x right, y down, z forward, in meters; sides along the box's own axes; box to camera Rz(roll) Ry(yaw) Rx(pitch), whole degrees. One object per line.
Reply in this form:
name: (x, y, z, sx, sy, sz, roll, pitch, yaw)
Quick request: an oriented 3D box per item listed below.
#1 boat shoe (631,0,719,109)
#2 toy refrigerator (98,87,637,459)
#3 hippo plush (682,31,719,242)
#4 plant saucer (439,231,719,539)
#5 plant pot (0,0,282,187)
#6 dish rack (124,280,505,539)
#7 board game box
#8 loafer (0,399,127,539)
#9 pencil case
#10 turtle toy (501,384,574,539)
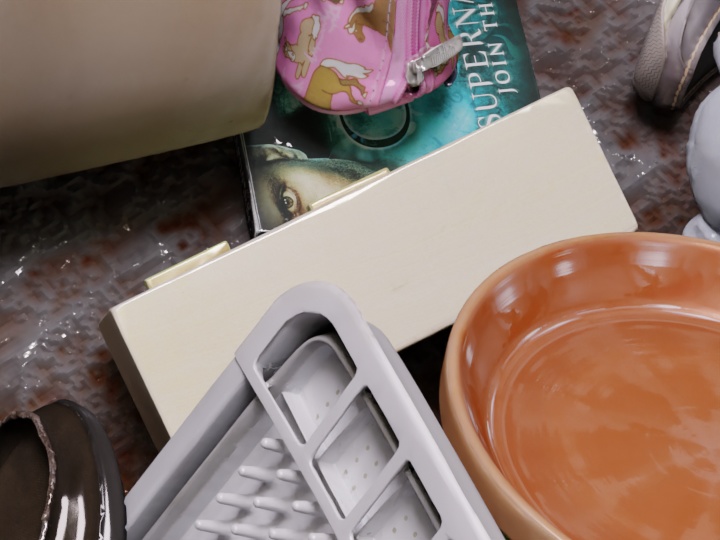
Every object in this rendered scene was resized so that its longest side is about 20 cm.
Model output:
boat shoe: (0.193, -0.141, 1.017, 0.073, 0.075, 0.200, 34, 65, 14)
toy refrigerator: (0.000, 0.000, 0.902, 0.199, 0.076, 0.070, -27, 90, -11)
hippo plush: (0.210, -0.017, 0.916, 0.159, 0.200, 0.161, 3, 94, 20)
plant saucer: (0.124, 0.060, 0.814, 0.198, 0.033, 0.201, 9, 39, -7)
plant pot: (-0.121, -0.117, 0.911, 0.172, 0.200, 0.202, 3, 61, -8)
dish rack: (-0.023, 0.124, 0.802, 0.043, 0.200, 0.172, 12, 37, -44)
board game box: (0.003, -0.104, 1.006, 0.134, 0.028, 0.202, -7, 63, -9)
loafer: (-0.137, 0.136, 0.821, 0.071, 0.073, 0.202, 22, 63, -27)
pencil case: (0.008, -0.162, 0.907, 0.086, 0.201, 0.083, 14, 35, 15)
turtle toy: (0.069, 0.139, 0.835, 0.145, 0.102, 0.200, 35, 60, 26)
